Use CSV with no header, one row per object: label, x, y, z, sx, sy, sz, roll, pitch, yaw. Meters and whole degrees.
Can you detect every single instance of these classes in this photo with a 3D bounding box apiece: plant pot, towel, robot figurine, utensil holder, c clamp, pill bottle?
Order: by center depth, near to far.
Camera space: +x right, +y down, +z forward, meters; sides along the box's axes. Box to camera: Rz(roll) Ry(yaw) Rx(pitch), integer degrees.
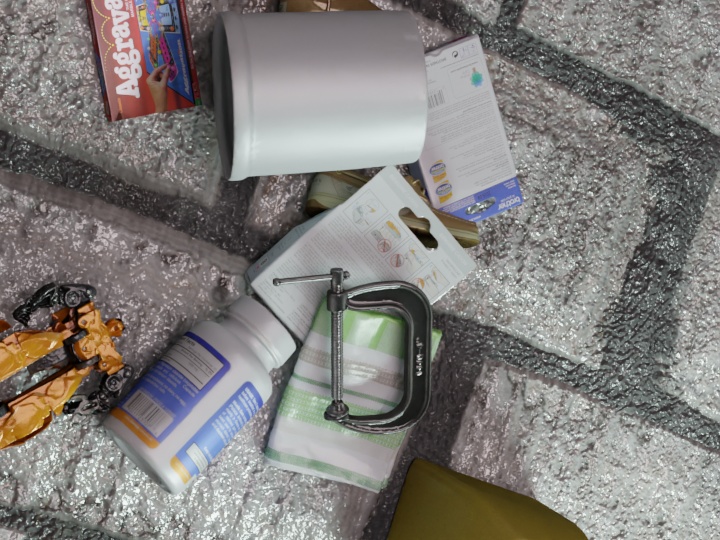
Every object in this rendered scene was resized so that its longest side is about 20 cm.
robot figurine,-0.327,0.099,1.628,0.199,0.058,0.146,-29,107,-21
utensil holder,-0.044,-0.184,1.660,0.198,0.170,0.172,-5,97,-12
pill bottle,-0.162,0.125,1.685,0.200,0.112,0.112,-46,112,-17
c clamp,-0.003,0.087,1.728,0.169,0.027,0.202,-10,109,-14
towel,-0.008,0.139,1.766,0.148,0.031,0.202,15,107,-18
plant pot,0.152,0.345,1.817,0.193,0.199,0.197,22,84,-27

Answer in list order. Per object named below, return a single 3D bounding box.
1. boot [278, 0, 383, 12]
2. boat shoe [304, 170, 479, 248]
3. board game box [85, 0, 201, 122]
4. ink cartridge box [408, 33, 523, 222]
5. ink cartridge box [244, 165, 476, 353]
boot,-0.011,-0.344,1.747,0.173,0.066,0.203,3,92,-28
boat shoe,0.041,-0.072,1.778,0.198,0.074,0.067,14,76,-15
board game box,-0.229,-0.261,1.668,0.102,0.019,0.202,-14,101,-24
ink cartridge box,0.105,-0.152,1.837,0.118,0.042,0.202,-23,102,-22
ink cartridge box,0.000,0.000,1.756,0.200,0.057,0.163,-42,113,1
